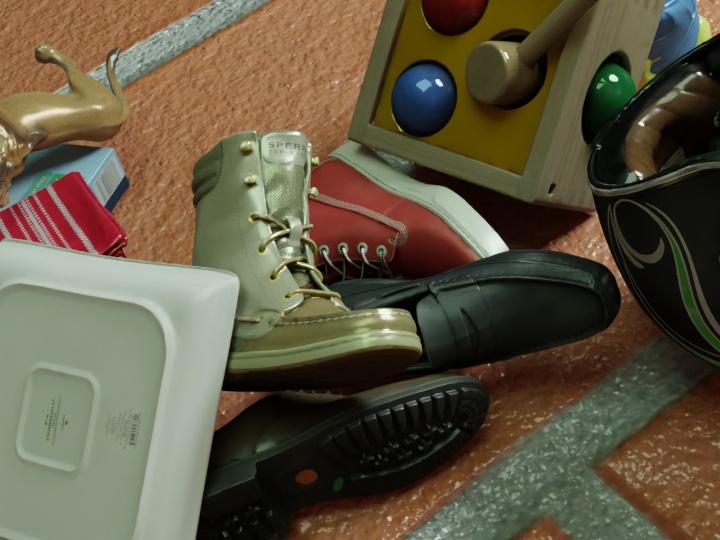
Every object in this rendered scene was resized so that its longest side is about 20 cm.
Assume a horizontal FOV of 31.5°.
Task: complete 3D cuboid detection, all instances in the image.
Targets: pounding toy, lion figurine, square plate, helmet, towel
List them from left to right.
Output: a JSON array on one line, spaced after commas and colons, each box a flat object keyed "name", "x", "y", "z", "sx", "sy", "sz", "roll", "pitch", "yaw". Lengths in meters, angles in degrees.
[{"name": "towel", "x": -0.263, "y": 0.003, "z": 0.881, "sx": 0.200, "sy": 0.023, "sz": 0.145, "roll": -29, "pitch": 35, "yaw": -11}, {"name": "lion figurine", "x": -0.241, "y": -0.113, "z": 0.966, "sx": 0.200, "sy": 0.073, "sz": 0.122, "roll": -29, "pitch": 49, "yaw": -27}, {"name": "square plate", "x": -0.172, "y": 0.087, "z": 0.758, "sx": 0.198, "sy": 0.028, "sz": 0.201, "roll": 8, "pitch": 86, "yaw": 32}, {"name": "pounding toy", "x": 0.108, "y": -0.145, "z": 0.847, "sx": 0.200, "sy": 0.142, "sz": 0.185, "roll": 23, "pitch": 101, "yaw": 33}, {"name": "helmet", "x": 0.244, "y": -0.028, "z": 0.725, "sx": 0.200, "sy": 0.191, "sz": 0.200, "roll": -39, "pitch": 18, "yaw": 15}]

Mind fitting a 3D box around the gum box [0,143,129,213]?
[{"name": "gum box", "x": -0.306, "y": -0.033, "z": 0.989, "sx": 0.200, "sy": 0.045, "sz": 0.170, "roll": 8, "pitch": 50, "yaw": 23}]

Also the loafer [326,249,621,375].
[{"name": "loafer", "x": 0.056, "y": 0.034, "z": 0.772, "sx": 0.200, "sy": 0.068, "sz": 0.070, "roll": -7, "pitch": 27, "yaw": 23}]

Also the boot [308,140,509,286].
[{"name": "boot", "x": 0.000, "y": 0.000, "z": 0.856, "sx": 0.144, "sy": 0.073, "sz": 0.200, "roll": -39, "pitch": 43, "yaw": -18}]

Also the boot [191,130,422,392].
[{"name": "boot", "x": -0.042, "y": -0.009, "z": 0.751, "sx": 0.200, "sy": 0.072, "sz": 0.155, "roll": -9, "pitch": 73, "yaw": 48}]

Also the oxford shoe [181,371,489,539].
[{"name": "oxford shoe", "x": -0.022, "y": 0.095, "z": 0.768, "sx": 0.200, "sy": 0.073, "sz": 0.084, "roll": -18, "pitch": 37, "yaw": -4}]

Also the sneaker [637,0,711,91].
[{"name": "sneaker", "x": 0.158, "y": -0.172, "z": 0.944, "sx": 0.199, "sy": 0.105, "sz": 0.076, "roll": -13, "pitch": 45, "yaw": 3}]
